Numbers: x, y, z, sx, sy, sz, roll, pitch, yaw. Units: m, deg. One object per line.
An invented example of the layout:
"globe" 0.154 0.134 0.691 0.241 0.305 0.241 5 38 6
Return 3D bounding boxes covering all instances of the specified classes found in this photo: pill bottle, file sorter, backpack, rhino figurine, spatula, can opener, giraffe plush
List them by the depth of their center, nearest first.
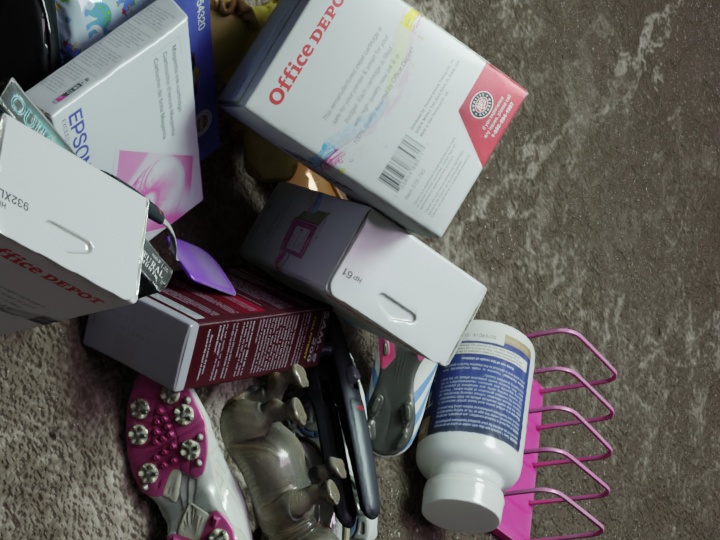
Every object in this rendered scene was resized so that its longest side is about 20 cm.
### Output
"spatula" -0.158 -0.033 1.344 0.057 0.020 0.200 55 3 33
"backpack" -0.220 -0.193 1.350 0.200 0.152 0.165 -39 132 -68
"rhino figurine" -0.057 0.186 1.428 0.202 0.087 0.060 69 21 -6
"giraffe plush" -0.111 -0.193 1.502 0.161 0.201 0.174 10 40 -28
"can opener" -0.017 0.128 1.503 0.078 0.063 0.202 12 53 -43
"pill bottle" 0.116 0.162 1.743 0.111 0.110 0.202 42 47 -41
"file sorter" 0.200 0.182 1.845 0.139 0.124 0.202 40 49 -42

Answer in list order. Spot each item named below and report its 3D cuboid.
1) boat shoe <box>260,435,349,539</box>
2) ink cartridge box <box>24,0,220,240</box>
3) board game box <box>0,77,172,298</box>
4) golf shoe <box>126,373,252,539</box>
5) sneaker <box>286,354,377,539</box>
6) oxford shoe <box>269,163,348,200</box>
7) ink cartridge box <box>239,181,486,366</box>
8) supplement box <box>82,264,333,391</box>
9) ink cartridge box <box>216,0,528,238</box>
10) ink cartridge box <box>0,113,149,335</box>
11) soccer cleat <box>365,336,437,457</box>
"boat shoe" -0.053 0.249 1.500 0.068 0.074 0.203 0 80 -61
"ink cartridge box" -0.172 -0.108 1.330 0.200 0.043 0.198 -40 150 -30
"board game box" -0.248 -0.047 1.258 0.201 0.134 0.028 53 41 -32
"golf shoe" -0.141 0.174 1.416 0.091 0.074 0.202 -25 99 -78
"sneaker" -0.022 0.170 1.594 0.087 0.074 0.203 31 54 -71
"oxford shoe" -0.027 -0.027 1.642 0.201 0.071 0.071 55 49 -15
"ink cartridge box" 0.000 0.000 1.513 0.144 0.200 0.085 33 86 -27
"supplement box" -0.125 0.045 1.423 0.199 0.108 0.062 -6 116 -55
"ink cartridge box" 0.005 -0.144 1.403 0.199 0.145 0.146 34 87 -16
"ink cartridge box" -0.267 -0.021 1.164 0.145 0.198 0.085 32 55 -46
"soccer cleat" 0.045 0.083 1.657 0.086 0.069 0.202 -22 130 -86
